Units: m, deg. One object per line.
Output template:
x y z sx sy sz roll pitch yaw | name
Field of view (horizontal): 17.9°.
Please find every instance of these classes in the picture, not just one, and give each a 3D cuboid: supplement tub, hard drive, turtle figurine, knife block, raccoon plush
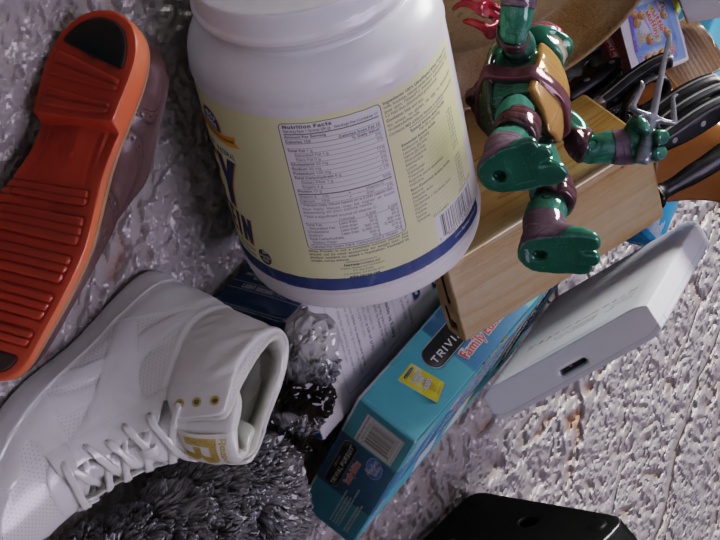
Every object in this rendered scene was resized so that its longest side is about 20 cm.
-0.016 -0.095 1.288 0.145 0.145 0.200 -46 138 -34 | supplement tub
0.167 0.032 1.586 0.027 0.132 0.200 56 24 -5 | hard drive
0.112 -0.099 1.321 0.150 0.101 0.200 42 39 -27 | turtle figurine
0.143 -0.050 1.389 0.200 0.175 0.064 -72 152 -45 | knife block
-0.099 0.113 1.309 0.134 0.097 0.200 -8 114 -50 | raccoon plush

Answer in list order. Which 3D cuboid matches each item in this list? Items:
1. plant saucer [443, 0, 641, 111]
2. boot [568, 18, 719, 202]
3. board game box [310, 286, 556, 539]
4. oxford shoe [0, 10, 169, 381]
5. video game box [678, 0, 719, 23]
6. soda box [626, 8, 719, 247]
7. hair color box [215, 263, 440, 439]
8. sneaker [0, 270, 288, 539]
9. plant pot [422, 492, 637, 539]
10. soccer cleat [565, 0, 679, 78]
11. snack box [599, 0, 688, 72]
0.090 -0.174 1.432 0.200 0.035 0.200 -21 153 -11 | plant saucer
0.215 -0.067 1.592 0.155 0.200 0.077 -30 175 -16 | boot
0.052 0.067 1.488 0.200 0.047 0.151 -48 171 -34 | board game box
-0.146 -0.031 1.199 0.073 0.071 0.200 36 74 -60 | oxford shoe
0.213 -0.265 1.514 0.200 0.047 0.183 4 77 -79 | video game box
0.218 -0.122 1.688 0.064 0.068 0.200 39 72 -54 | soda box
0.000 0.000 1.431 0.200 0.060 0.100 -47 138 -34 | hair color box
-0.123 0.090 1.245 0.200 0.115 0.074 -52 143 -25 | sneaker
0.117 0.272 1.621 0.200 0.199 0.178 -38 122 -41 | plant pot
0.177 -0.204 1.596 0.200 0.065 0.084 -37 130 -41 | soccer cleat
0.169 -0.229 1.540 0.072 0.024 0.200 -23 99 -48 | snack box
